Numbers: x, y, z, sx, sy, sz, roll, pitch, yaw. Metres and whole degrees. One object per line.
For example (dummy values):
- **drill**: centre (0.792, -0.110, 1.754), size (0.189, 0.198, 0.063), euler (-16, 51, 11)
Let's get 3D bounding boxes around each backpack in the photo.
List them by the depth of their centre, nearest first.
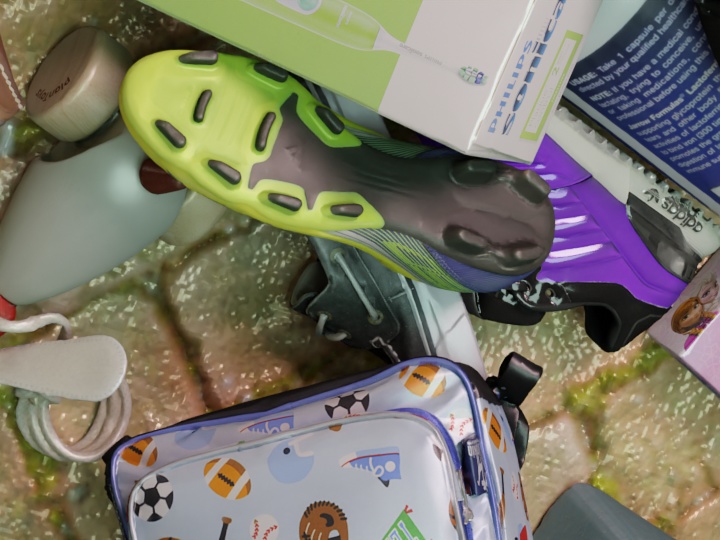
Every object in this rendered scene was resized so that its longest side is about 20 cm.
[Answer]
- **backpack**: centre (-0.007, 0.143, 1.205), size (0.199, 0.154, 0.191), euler (-15, 89, 12)

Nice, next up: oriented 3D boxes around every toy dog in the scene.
- **toy dog**: centre (-0.126, 0.000, 1.214), size (0.131, 0.096, 0.201), euler (17, 100, -23)

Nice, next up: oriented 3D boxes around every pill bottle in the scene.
- **pill bottle**: centre (0.131, -0.115, 1.262), size (0.200, 0.116, 0.116), euler (34, 93, -26)

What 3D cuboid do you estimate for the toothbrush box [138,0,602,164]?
- **toothbrush box**: centre (0.000, -0.149, 1.159), size (0.146, 0.200, 0.086), euler (-67, 159, 7)

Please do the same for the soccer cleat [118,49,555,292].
- **soccer cleat**: centre (-0.015, -0.034, 1.191), size (0.200, 0.084, 0.065), euler (19, 70, -22)

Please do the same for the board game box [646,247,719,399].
- **board game box**: centre (0.272, 0.018, 1.395), size (0.199, 0.041, 0.200), euler (40, 90, -25)

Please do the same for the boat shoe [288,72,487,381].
- **boat shoe**: centre (0.000, 0.000, 1.283), size (0.071, 0.072, 0.201), euler (-25, 102, -3)

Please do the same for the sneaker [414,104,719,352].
- **sneaker**: centre (0.068, -0.027, 1.290), size (0.200, 0.070, 0.100), euler (33, 93, -24)

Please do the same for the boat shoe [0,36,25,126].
- **boat shoe**: centre (-0.173, -0.152, 1.164), size (0.072, 0.076, 0.201), euler (-27, 115, -13)

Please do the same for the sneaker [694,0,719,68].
- **sneaker**: centre (0.141, -0.136, 1.133), size (0.082, 0.073, 0.200), euler (-47, 135, -34)

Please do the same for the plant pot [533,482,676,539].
- **plant pot**: centre (0.155, 0.253, 1.338), size (0.196, 0.200, 0.196), euler (32, 93, -26)
